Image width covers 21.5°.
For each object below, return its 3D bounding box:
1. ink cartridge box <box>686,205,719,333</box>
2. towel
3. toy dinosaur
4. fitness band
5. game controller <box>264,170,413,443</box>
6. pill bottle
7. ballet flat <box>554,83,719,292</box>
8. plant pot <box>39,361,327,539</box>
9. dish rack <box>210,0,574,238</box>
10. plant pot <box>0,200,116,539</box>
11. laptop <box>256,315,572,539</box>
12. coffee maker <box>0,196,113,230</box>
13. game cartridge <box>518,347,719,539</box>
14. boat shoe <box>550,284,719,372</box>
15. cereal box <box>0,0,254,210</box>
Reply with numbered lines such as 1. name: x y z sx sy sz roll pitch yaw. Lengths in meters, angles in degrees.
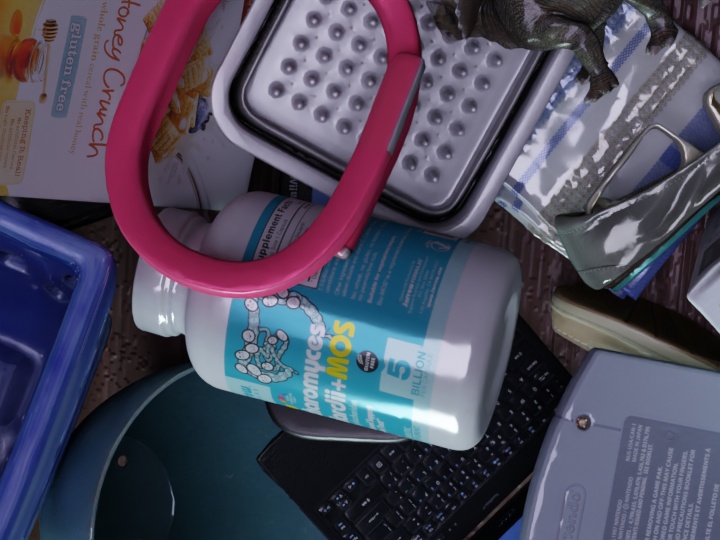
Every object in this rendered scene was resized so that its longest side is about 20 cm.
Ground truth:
1. ink cartridge box: 0.264 0.051 1.036 0.047 0.160 0.200 -43 92 20
2. towel: 0.121 -0.095 1.089 0.200 0.024 0.147 38 97 -5
3. toy dinosaur: 0.118 -0.153 0.956 0.199 0.077 0.102 -33 104 26
4. fitness band: -0.048 -0.083 0.979 0.143 0.037 0.201 23 83 11
5. game controller: 0.000 0.000 1.105 0.103 0.042 0.202 4 76 1
6. pill bottle: -0.019 0.022 1.028 0.198 0.111 0.112 13 107 12
7. ballet flat: 0.194 -0.067 1.050 0.199 0.067 0.064 -37 88 4
8. plant pot: -0.116 0.151 1.152 0.134 0.199 0.202 0 107 49
9. dish rack: 0.027 -0.132 1.044 0.171 0.044 0.201 27 97 -11
10. plant pot: -0.248 0.063 1.040 0.199 0.180 0.201 20 77 2
11. laptop: 0.074 0.127 1.097 0.177 0.103 0.200 -43 103 -7
12. coffee maker: -0.194 -0.121 1.083 0.134 0.192 0.202 -16 102 0
13. game cartridge: 0.155 0.149 1.050 0.132 0.040 0.202 12 89 -6
14. boat shoe: 0.194 0.073 1.107 0.199 0.072 0.065 26 107 0
15. cereal box: -0.129 -0.108 1.014 0.039 0.199 0.145 24 105 42
